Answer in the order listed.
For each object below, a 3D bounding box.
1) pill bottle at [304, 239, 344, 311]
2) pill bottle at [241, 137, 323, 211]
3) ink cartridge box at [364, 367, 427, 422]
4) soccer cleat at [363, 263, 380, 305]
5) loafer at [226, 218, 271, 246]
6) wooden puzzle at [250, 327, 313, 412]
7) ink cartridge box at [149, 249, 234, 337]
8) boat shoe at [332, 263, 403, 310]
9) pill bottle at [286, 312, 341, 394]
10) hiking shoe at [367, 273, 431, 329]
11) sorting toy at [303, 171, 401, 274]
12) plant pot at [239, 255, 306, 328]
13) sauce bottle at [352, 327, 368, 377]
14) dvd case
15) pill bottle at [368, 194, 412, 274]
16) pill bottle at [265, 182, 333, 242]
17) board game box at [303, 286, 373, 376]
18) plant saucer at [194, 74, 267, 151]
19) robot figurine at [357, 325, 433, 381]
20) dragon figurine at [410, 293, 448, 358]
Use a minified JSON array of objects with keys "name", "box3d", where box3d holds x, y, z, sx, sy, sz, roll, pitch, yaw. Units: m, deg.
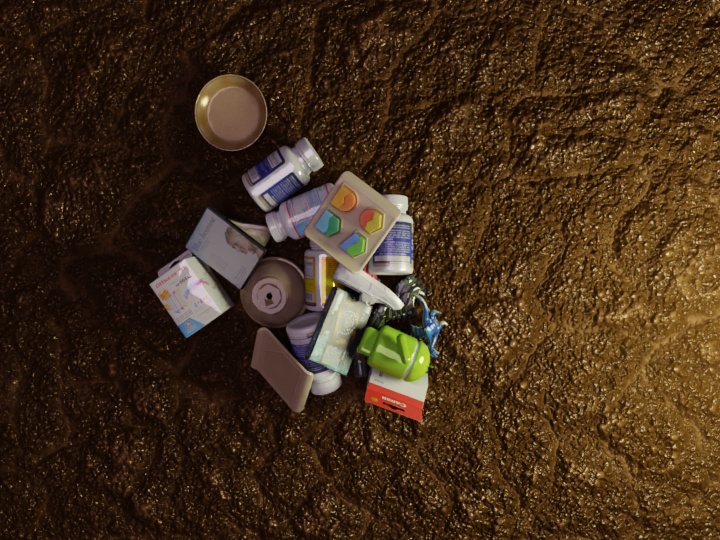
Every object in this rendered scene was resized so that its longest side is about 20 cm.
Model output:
[{"name":"pill bottle","box3d":[-0.098,0.005,1.553,0.108,0.109,0.202,0,96,4]},{"name":"pill bottle","box3d":[-0.203,-0.259,1.527,0.199,0.120,0.120,-34,93,6]},{"name":"ink cartridge box","box3d":[0.098,0.308,1.527,0.160,0.200,0.050,20,105,1]},{"name":"soccer cleat","box3d":[0.000,0.000,1.578,0.076,0.067,0.202,-6,103,35]},{"name":"loafer","box3d":[-0.342,-0.103,1.574,0.198,0.076,0.069,8,91,2]},{"name":"wooden puzzle","box3d":[-0.211,0.268,1.557,0.200,0.037,0.186,39,136,20]},{"name":"ink cartridge box","box3d":[-0.466,0.057,1.574,0.128,0.125,0.201,-34,94,7]},{"name":"boat shoe","box3d":[0.017,0.053,1.497,0.199,0.072,0.069,36,80,-6]},{"name":"pill bottle","box3d":[-0.119,0.227,1.560,0.119,0.120,0.202,-14,105,5]},{"name":"hiking shoe","box3d":[0.104,0.108,1.568,0.101,0.076,0.200,41,96,2]},{"name":"sorting toy","box3d":[-0.024,-0.121,1.449,0.185,0.036,0.201,38,99,9]},{"name":"plant pot","box3d":[-0.240,0.065,1.578,0.199,0.093,0.203,0,97,3]},{"name":"sauce bottle","box3d":[-0.010,0.193,1.590,0.064,0.065,0.202,-5,95,4]},{"name":"dvd case","box3d":[-0.364,-0.061,1.542,0.199,0.018,0.143,37,113,2]},{"name":"pill bottle","box3d":[0.080,-0.092,1.514,0.119,0.120,0.202,0,87,4]},{"name":"pill bottle","box3d":[-0.147,-0.150,1.540,0.199,0.109,0.110,-22,94,6]},{"name":"board game box","box3d":[-0.055,0.159,1.501,0.135,0.028,0.201,31,75,-35]},{"name":"plant saucer","box3d":[-0.348,-0.426,1.560,0.198,0.035,0.202,0,97,4]},{"name":"robot figurine","box3d":[0.094,0.220,1.514,0.199,0.176,0.116,24,77,2]},{"name":"dragon figurine","box3d":[0.176,0.155,1.543,0.100,0.059,0.200,-53,133,-20]}]
